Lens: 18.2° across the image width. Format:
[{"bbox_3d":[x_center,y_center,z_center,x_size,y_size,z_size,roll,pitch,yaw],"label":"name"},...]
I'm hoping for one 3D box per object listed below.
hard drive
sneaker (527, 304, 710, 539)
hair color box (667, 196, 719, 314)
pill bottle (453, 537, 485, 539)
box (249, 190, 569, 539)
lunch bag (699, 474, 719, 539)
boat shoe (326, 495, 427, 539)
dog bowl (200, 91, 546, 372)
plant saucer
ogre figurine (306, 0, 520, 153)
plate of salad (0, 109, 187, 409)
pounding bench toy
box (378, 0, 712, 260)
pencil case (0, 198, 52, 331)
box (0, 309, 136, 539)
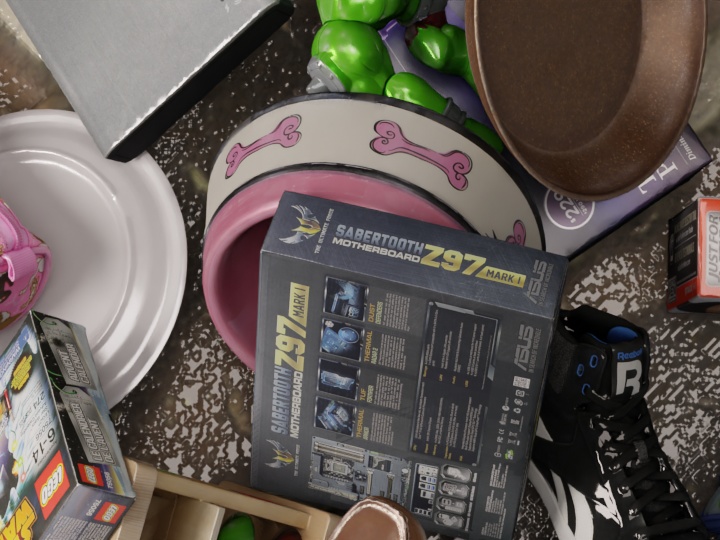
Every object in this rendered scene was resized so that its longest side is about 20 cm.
[{"bbox_3d":[-0.143,-0.184,1.306,0.139,0.033,0.201,-40,70,18],"label":"hard drive"},{"bbox_3d":[0.145,0.099,1.252,0.073,0.113,0.200,-12,44,-32],"label":"sneaker"},{"bbox_3d":[0.286,-0.005,1.320,0.198,0.102,0.062,2,84,-2],"label":"hair color box"},{"bbox_3d":[0.141,0.219,1.284,0.198,0.111,0.112,9,84,-1],"label":"pill bottle"},{"bbox_3d":[0.021,0.057,1.214,0.156,0.201,0.051,12,46,7],"label":"box"},{"bbox_3d":[0.272,0.107,1.256,0.082,0.200,0.161,42,83,2],"label":"lunch bag"},{"bbox_3d":[-0.023,0.211,1.170,0.075,0.072,0.201,17,79,26],"label":"boat shoe"},{"bbox_3d":[0.000,0.000,1.255,0.199,0.201,0.074,20,46,0],"label":"dog bowl"},{"bbox_3d":[0.119,-0.140,1.240,0.199,0.036,0.203,-5,97,-44],"label":"plant saucer"},{"bbox_3d":[0.030,-0.156,1.256,0.119,0.098,0.202,7,99,-18],"label":"ogre figurine"},{"bbox_3d":[-0.193,0.004,1.319,0.198,0.048,0.202,-4,73,14],"label":"plate of salad"},{"bbox_3d":[-0.123,0.171,1.277,0.155,0.199,0.125,19,84,-33],"label":"pounding bench toy"},{"bbox_3d":[0.092,-0.105,1.334,0.141,0.079,0.201,-34,86,-3],"label":"box"},{"bbox_3d":[-0.258,-0.047,1.281,0.083,0.087,0.200,-35,69,-16],"label":"pencil case"},{"bbox_3d":[-0.200,0.141,1.225,0.040,0.137,0.201,18,120,-34],"label":"box"}]
